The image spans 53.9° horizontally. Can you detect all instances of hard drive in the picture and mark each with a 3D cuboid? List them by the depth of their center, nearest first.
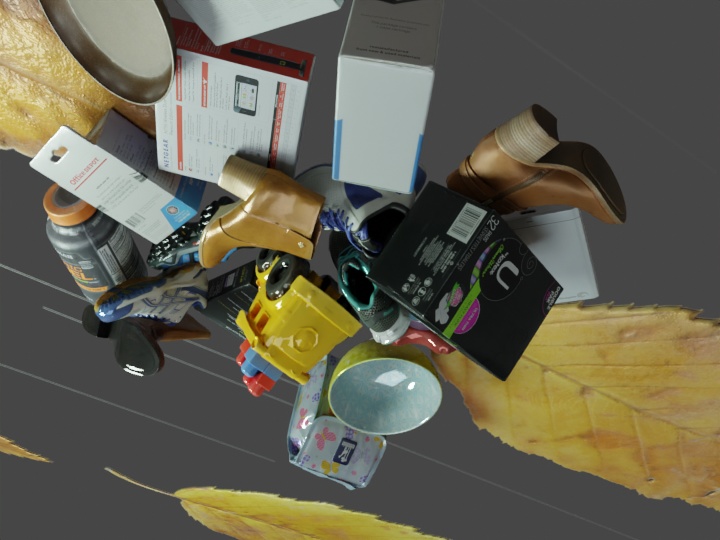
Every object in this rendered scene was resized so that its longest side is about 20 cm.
[{"bbox_3d":[0.259,-0.020,1.005,0.128,0.027,0.201,-9,140,23],"label":"hard drive"}]

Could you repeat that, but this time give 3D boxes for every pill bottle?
[{"bbox_3d":[-0.393,-0.043,1.045,0.103,0.108,0.202,3,143,8],"label":"pill bottle"}]

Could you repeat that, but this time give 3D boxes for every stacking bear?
[{"bbox_3d":[0.091,0.002,1.002,0.118,0.115,0.204,8,134,14],"label":"stacking bear"}]

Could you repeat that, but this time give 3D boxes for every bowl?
[{"bbox_3d":[0.041,0.180,1.234,0.194,0.109,0.204,0,131,-1],"label":"bowl"}]

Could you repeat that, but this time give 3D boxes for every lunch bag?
[{"bbox_3d":[-0.036,0.285,1.316,0.167,0.205,0.126,28,149,-23],"label":"lunch bag"}]

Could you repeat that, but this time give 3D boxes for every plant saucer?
[{"bbox_3d":[-0.259,-0.268,0.729,0.197,0.032,0.203,27,145,21],"label":"plant saucer"}]

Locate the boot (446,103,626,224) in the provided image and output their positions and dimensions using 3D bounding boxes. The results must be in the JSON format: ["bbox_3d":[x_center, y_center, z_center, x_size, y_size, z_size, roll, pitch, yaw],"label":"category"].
[{"bbox_3d":[0.215,-0.095,0.869,0.197,0.078,0.154,31,137,-23],"label":"boot"}]

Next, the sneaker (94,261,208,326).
[{"bbox_3d":[-0.304,0.050,1.071,0.074,0.198,0.091,9,113,38],"label":"sneaker"}]

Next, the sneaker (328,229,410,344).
[{"bbox_3d":[0.000,0.000,0.953,0.077,0.202,0.091,-38,141,8],"label":"sneaker"}]

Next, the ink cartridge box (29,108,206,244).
[{"bbox_3d":[-0.318,-0.132,0.943,0.114,0.068,0.198,-25,132,38],"label":"ink cartridge box"}]

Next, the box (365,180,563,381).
[{"bbox_3d":[0.135,0.016,0.886,0.199,0.150,0.124,38,177,-41],"label":"box"}]

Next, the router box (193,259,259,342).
[{"bbox_3d":[-0.160,0.074,1.196,0.147,0.052,0.199,-20,135,35],"label":"router box"}]

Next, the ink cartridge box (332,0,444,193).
[{"bbox_3d":[0.030,-0.201,0.664,0.081,0.204,0.147,9,145,3],"label":"ink cartridge box"}]

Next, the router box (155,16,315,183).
[{"bbox_3d":[-0.155,-0.186,0.851,0.174,0.050,0.202,13,143,-5],"label":"router box"}]

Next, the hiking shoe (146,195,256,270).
[{"bbox_3d":[-0.237,-0.033,1.051,0.196,0.076,0.087,-19,135,32],"label":"hiking shoe"}]

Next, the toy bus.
[{"bbox_3d":[-0.114,0.073,1.011,0.135,0.200,0.193,37,93,-30],"label":"toy bus"}]

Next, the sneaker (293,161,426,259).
[{"bbox_3d":[-0.013,-0.076,0.912,0.194,0.118,0.081,-9,140,22],"label":"sneaker"}]

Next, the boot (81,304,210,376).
[{"bbox_3d":[-0.322,0.113,1.152,0.185,0.070,0.198,19,-175,33],"label":"boot"}]

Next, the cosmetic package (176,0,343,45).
[{"bbox_3d":[-0.117,-0.294,0.645,0.197,0.053,0.151,5,152,44],"label":"cosmetic package"}]

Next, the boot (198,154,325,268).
[{"bbox_3d":[-0.127,-0.045,0.915,0.141,0.072,0.203,27,135,-1],"label":"boot"}]
